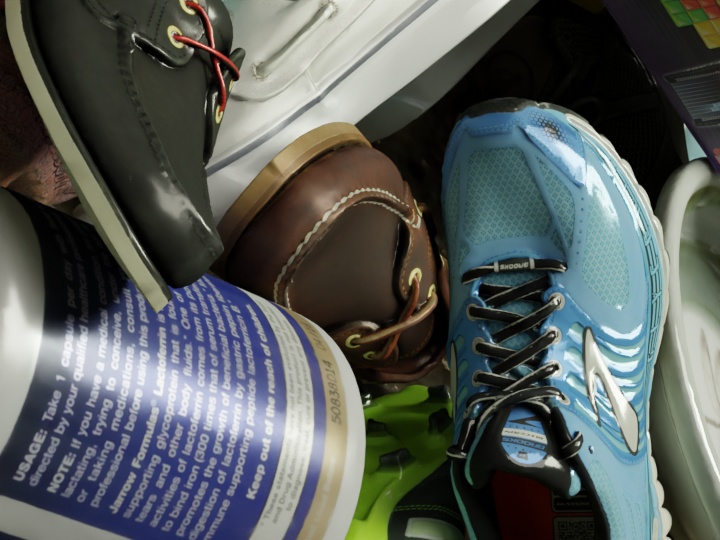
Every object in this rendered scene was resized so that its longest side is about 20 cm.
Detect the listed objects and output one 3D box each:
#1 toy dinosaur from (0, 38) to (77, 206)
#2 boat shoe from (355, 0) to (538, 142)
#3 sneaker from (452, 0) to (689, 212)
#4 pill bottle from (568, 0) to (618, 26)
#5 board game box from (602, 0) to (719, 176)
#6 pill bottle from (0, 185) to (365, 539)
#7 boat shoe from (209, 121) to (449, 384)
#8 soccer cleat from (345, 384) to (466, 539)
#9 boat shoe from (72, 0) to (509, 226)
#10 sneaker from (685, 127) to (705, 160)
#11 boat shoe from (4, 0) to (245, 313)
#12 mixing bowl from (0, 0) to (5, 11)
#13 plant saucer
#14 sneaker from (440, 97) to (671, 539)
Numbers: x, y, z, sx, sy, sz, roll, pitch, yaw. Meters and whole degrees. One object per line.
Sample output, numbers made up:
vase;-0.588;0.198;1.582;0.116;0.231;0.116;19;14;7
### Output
toy dinosaur;-0.140;-0.061;0.891;0.200;0.135;0.086;32;41;-34
boat shoe;0.031;-0.117;1.110;0.068;0.199;0.074;39;57;-8
sneaker;0.096;-0.038;1.234;0.114;0.076;0.200;22;44;-39
pill bottle;0.059;-0.192;1.228;0.199;0.115;0.115;27;39;-4
board game box;0.177;-0.104;1.149;0.200;0.056;0.166;52;44;-35
pill bottle;-0.103;0.039;0.874;0.199;0.115;0.116;25;45;-40
boat shoe;0.000;0.000;1.011;0.070;0.070;0.200;46;3;11
soccer cleat;0.006;0.110;1.014;0.200;0.067;0.081;-70;152;-60
boat shoe;-0.032;-0.071;1.013;0.200;0.072;0.066;-38;99;-13
sneaker;0.180;0.006;1.296;0.074;0.082;0.201;27;44;-39
boat shoe;-0.070;-0.067;0.871;0.202;0.063;0.074;-110;176;-50
mixing bowl;-0.108;-0.204;1.074;0.200;0.108;0.201;32;41;-32
plant saucer;0.144;0.058;1.123;0.200;0.050;0.201;44;36;-44
sneaker;0.066;0.040;0.995;0.090;0.078;0.201;-33;114;-70
